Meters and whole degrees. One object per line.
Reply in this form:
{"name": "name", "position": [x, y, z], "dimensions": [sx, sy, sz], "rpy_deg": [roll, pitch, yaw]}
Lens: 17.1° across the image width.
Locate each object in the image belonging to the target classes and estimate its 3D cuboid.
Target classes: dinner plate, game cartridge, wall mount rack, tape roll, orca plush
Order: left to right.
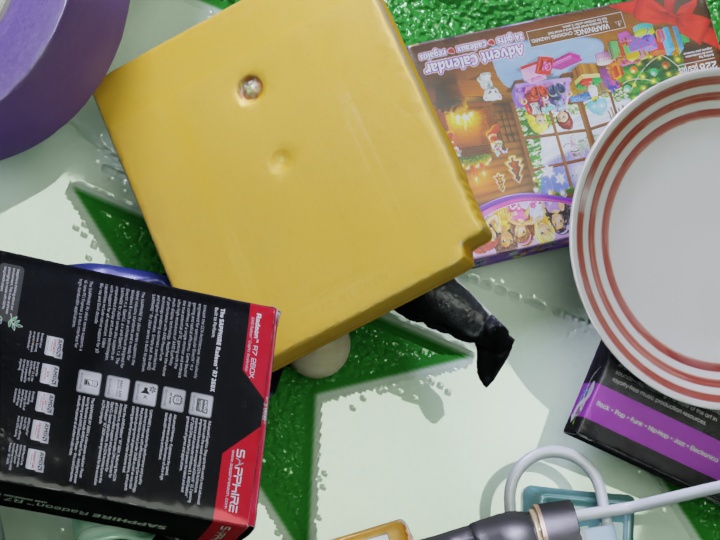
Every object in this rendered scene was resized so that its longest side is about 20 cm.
{"name": "tape roll", "position": [-0.234, -0.163, 1.337], "dimensions": [0.199, 0.085, 0.201], "rpy_deg": [-2, 83, 16]}
{"name": "game cartridge", "position": [-0.039, -0.058, 1.342], "dimensions": [0.176, 0.032, 0.201], "rpy_deg": [-27, 73, 10]}
{"name": "orca plush", "position": [0.000, 0.000, 1.392], "dimensions": [0.071, 0.105, 0.200], "rpy_deg": [-45, 81, 1]}
{"name": "wall mount rack", "position": [0.158, 0.191, 1.370], "dimensions": [0.173, 0.075, 0.201], "rpy_deg": [-8, 80, -12]}
{"name": "dinner plate", "position": [0.215, -0.018, 1.411], "dimensions": [0.199, 0.024, 0.201], "rpy_deg": [1, 87, -12]}

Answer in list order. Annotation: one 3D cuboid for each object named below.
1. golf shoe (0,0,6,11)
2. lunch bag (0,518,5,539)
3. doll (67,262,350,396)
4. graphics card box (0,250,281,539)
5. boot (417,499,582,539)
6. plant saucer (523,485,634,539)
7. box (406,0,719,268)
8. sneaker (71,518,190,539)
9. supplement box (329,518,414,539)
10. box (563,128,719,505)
{"name": "golf shoe", "position": [-0.170, -0.193, 1.399], "dimensions": [0.200, 0.094, 0.078], "rpy_deg": [-37, 88, -16]}
{"name": "lunch bag", "position": [-0.301, 0.108, 1.283], "dimensions": [0.199, 0.122, 0.171], "rpy_deg": [-12, 78, -10]}
{"name": "doll", "position": [-0.102, 0.032, 1.381], "dimensions": [0.199, 0.048, 0.137], "rpy_deg": [7, 82, -12]}
{"name": "graphics card box", "position": [-0.148, 0.064, 1.246], "dimensions": [0.199, 0.051, 0.126], "rpy_deg": [12, 68, -15]}
{"name": "boot", "position": [0.063, 0.233, 1.289], "dimensions": [0.138, 0.078, 0.201], "rpy_deg": [-9, 66, 0]}
{"name": "plant saucer", "position": [0.126, 0.227, 1.404], "dimensions": [0.070, 0.019, 0.201], "rpy_deg": [6, 77, -11]}
{"name": "box", "position": [0.134, -0.088, 1.469], "dimensions": [0.199, 0.039, 0.138], "rpy_deg": [-13, 81, -16]}
{"name": "sneaker", "position": [-0.147, 0.088, 1.291], "dimensions": [0.074, 0.118, 0.201], "rpy_deg": [-35, 112, 18]}
{"name": "supplement box", "position": [-0.062, 0.199, 1.343], "dimensions": [0.199, 0.067, 0.069], "rpy_deg": [-13, 78, -16]}
{"name": "box", "position": [0.224, 0.035, 1.441], "dimensions": [0.142, 0.036, 0.201], "rpy_deg": [26, 84, -11]}
